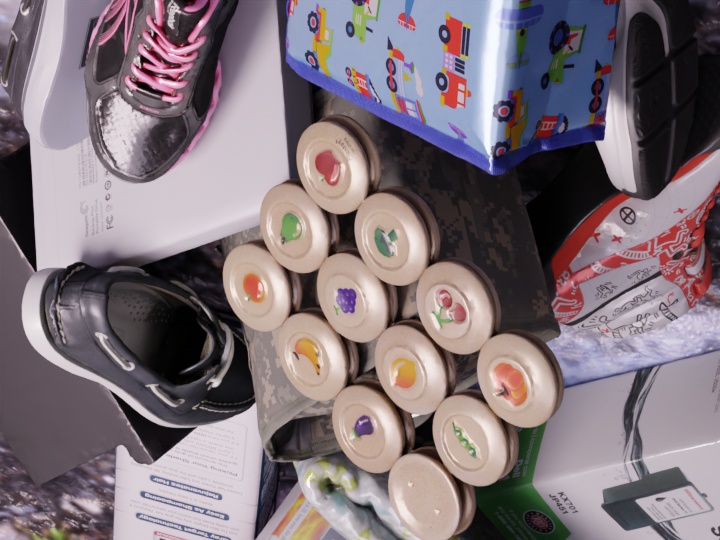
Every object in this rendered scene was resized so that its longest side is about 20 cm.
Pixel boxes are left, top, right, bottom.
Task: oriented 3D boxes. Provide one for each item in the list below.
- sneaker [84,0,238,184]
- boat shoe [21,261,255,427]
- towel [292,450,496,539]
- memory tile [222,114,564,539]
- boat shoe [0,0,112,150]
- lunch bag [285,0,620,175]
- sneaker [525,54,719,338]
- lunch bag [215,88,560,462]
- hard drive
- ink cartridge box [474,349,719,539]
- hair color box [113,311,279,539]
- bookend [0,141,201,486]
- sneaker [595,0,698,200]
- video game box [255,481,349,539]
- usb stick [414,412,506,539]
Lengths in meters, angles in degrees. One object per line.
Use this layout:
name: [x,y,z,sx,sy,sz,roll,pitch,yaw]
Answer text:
sneaker: [-0.099,-0.133,1.475,0.079,0.095,0.200,18,109,-5]
boat shoe: [-0.109,0.046,1.608,0.060,0.076,0.200,-4,166,35]
towel: [0.036,0.156,1.702,0.200,0.171,0.048,40,93,-13]
memory tile: [0.012,0.032,1.455,0.200,0.017,0.153,50,134,16]
boat shoe: [-0.157,-0.162,1.546,0.066,0.070,0.200,44,135,30]
lunch bag: [0.028,-0.154,1.402,0.200,0.094,0.151,24,118,37]
sneaker: [0.171,-0.037,1.557,0.108,0.067,0.201,21,128,-38]
lunch bag: [0.000,0.000,1.569,0.117,0.164,0.200,3,154,-39]
hard drive: [-0.108,-0.075,1.573,0.200,0.132,0.027,-18,160,39]
ink cartridge box: [0.194,0.134,1.712,0.200,0.083,0.147,-17,127,35]
hair color box: [-0.105,0.112,1.825,0.100,0.061,0.200,15,139,6]
bookend: [-0.217,0.045,1.718,0.199,0.092,0.200,-28,97,39]
sneaker: [0.106,-0.134,1.459,0.115,0.076,0.201,5,118,33]
video game box: [-0.004,0.242,1.797,0.182,0.200,0.047,40,155,-7]
usb stick: [0.061,0.125,1.793,0.055,0.033,0.200,-7,132,35]
